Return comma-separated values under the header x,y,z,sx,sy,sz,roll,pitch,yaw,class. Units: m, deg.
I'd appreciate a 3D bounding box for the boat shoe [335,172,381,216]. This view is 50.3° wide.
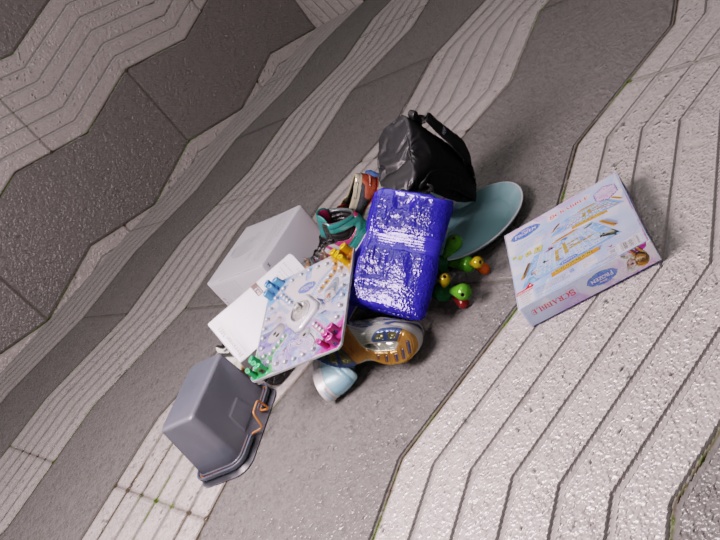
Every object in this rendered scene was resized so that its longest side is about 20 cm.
x,y,z,sx,sy,sz,roll,pitch,yaw,class
-0.022,-0.133,1.653,0.200,0.062,0.072,-56,34,43,boat shoe

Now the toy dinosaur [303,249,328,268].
x,y,z,sx,sy,sz,roll,pitch,yaw,class
-0.094,0.039,1.536,0.199,0.086,0.136,-20,31,30,toy dinosaur

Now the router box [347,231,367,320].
x,y,z,sx,sy,sz,roll,pitch,yaw,class
0.000,0.000,1.360,0.201,0.049,0.180,-60,0,-8,router box

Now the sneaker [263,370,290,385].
x,y,z,sx,sy,sz,roll,pitch,yaw,class
-0.136,0.124,1.470,0.200,0.076,0.087,-48,20,-15,sneaker

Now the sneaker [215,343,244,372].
x,y,z,sx,sy,sz,roll,pitch,yaw,class
-0.217,0.118,1.499,0.200,0.088,0.076,-50,-13,23,sneaker

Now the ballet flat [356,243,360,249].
x,y,z,sx,sy,sz,roll,pitch,yaw,class
0.056,-0.064,1.524,0.200,0.070,0.069,-46,25,-20,ballet flat

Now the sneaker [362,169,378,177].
x,y,z,sx,sy,sz,roll,pitch,yaw,class
0.069,-0.193,1.681,0.111,0.077,0.200,-42,28,11,sneaker

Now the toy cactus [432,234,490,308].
x,y,z,sx,sy,sz,roll,pitch,yaw,class
0.123,0.008,1.272,0.166,0.102,0.200,-57,45,22,toy cactus

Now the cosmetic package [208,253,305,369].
x,y,z,sx,sy,sz,roll,pitch,yaw,class
-0.166,0.075,1.395,0.200,0.102,0.074,-42,-17,-9,cosmetic package

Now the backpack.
x,y,z,sx,sy,sz,roll,pitch,yaw,class
0.121,-0.177,1.385,0.126,0.199,0.169,-13,70,40,backpack

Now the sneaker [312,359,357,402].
x,y,z,sx,sy,sz,roll,pitch,yaw,class
-0.039,0.137,1.314,0.082,0.074,0.201,-33,37,12,sneaker

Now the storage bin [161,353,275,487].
x,y,z,sx,sy,sz,roll,pitch,yaw,class
-0.248,0.250,1.346,0.145,0.134,0.201,-26,29,29,storage bin

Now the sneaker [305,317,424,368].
x,y,z,sx,sy,sz,roll,pitch,yaw,class
0.007,0.112,1.236,0.198,0.076,0.088,4,14,22,sneaker

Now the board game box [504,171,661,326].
x,y,z,sx,sy,sz,roll,pitch,yaw,class
0.313,-0.034,1.115,0.199,0.041,0.200,-31,27,23,board game box

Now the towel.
x,y,z,sx,sy,sz,roll,pitch,yaw,class
0.058,-0.029,1.220,0.147,0.049,0.202,9,83,34,towel

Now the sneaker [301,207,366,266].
x,y,z,sx,sy,sz,roll,pitch,yaw,class
-0.073,-0.066,1.607,0.199,0.121,0.084,-29,25,8,sneaker

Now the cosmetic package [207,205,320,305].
x,y,z,sx,sy,sz,roll,pitch,yaw,class
-0.205,-0.018,1.737,0.199,0.123,0.200,-18,33,43,cosmetic package

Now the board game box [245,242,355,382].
x,y,z,sx,sy,sz,roll,pitch,yaw,class
-0.099,0.066,1.250,0.199,0.026,0.201,-24,42,33,board game box

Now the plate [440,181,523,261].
x,y,z,sx,sy,sz,roll,pitch,yaw,class
0.207,-0.082,1.367,0.199,0.026,0.201,-33,25,17,plate
